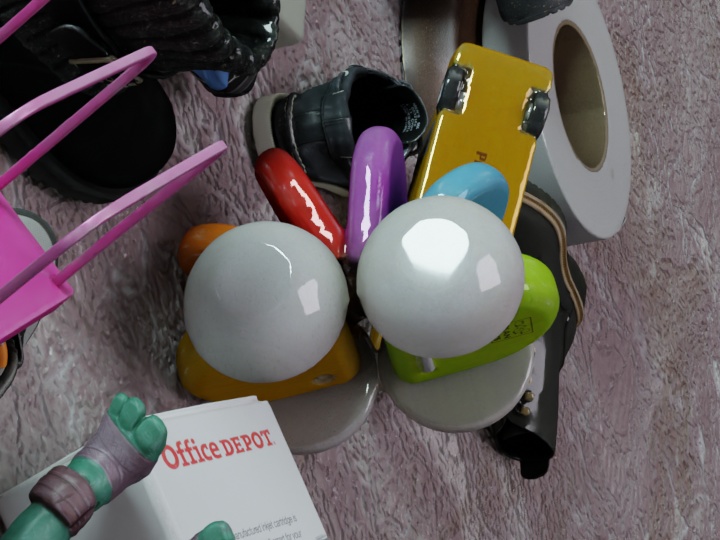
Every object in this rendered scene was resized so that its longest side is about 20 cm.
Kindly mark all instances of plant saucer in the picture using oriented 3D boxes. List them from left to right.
[{"bbox_3d":[0.082,-0.122,1.810,0.200,0.032,0.201,-10,90,-68],"label":"plant saucer"}]

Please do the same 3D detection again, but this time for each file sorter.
[{"bbox_3d":[-0.167,-0.078,1.023,0.200,0.125,0.139,53,27,0],"label":"file sorter"}]

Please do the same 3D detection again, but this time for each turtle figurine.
[{"bbox_3d":[-0.147,0.137,1.083,0.200,0.100,0.150,-30,101,-38],"label":"turtle figurine"}]

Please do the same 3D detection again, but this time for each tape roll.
[{"bbox_3d":[0.138,-0.117,1.851,0.203,0.037,0.204,-10,90,-67],"label":"tape roll"}]

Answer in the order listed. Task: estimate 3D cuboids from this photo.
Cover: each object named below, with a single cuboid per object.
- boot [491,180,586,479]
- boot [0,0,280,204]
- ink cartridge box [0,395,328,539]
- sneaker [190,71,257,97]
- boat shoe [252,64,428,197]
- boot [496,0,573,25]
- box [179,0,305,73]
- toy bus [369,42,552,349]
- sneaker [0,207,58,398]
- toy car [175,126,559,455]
[{"bbox_3d":[0.097,0.034,1.733,0.200,0.077,0.139,47,44,-49],"label":"boot"},{"bbox_3d":[-0.100,-0.102,1.229,0.211,0.157,0.080,39,46,-56],"label":"boot"},{"bbox_3d":[-0.065,0.170,1.233,0.201,0.084,0.145,66,22,8],"label":"ink cartridge box"},{"bbox_3d":[-0.071,-0.181,1.456,0.083,0.070,0.201,70,23,-56],"label":"sneaker"},{"bbox_3d":[0.005,-0.086,1.575,0.199,0.066,0.075,1,79,-66],"label":"boat shoe"},{"bbox_3d":[0.086,-0.259,1.740,0.200,0.069,0.132,-119,-173,-58],"label":"boot"},{"bbox_3d":[-0.116,-0.196,1.294,0.200,0.108,0.129,40,45,-55],"label":"box"},{"bbox_3d":[0.058,-0.029,1.591,0.078,0.065,0.201,117,-11,-72],"label":"toy bus"},{"bbox_3d":[-0.167,0.028,1.125,0.074,0.079,0.200,70,24,-18],"label":"sneaker"},{"bbox_3d":[0.000,0.000,1.378,0.175,0.199,0.151,72,11,-66],"label":"toy car"}]
